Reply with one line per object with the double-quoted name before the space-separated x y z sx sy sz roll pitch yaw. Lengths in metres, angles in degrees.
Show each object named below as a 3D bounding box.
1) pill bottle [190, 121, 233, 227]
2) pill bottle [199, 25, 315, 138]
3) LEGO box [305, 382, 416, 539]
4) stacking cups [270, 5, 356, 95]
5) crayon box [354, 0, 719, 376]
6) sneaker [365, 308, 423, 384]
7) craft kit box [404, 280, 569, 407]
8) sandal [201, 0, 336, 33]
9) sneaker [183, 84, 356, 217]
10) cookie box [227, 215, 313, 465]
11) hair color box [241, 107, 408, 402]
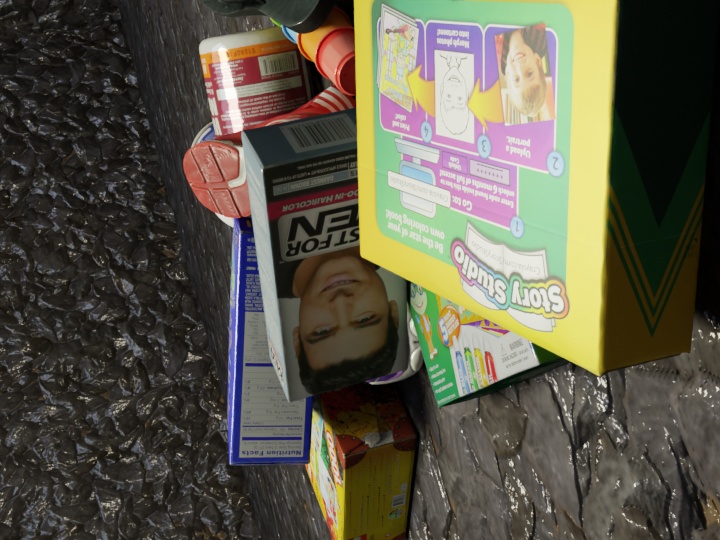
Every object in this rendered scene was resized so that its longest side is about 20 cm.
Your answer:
"pill bottle" -0.137 -0.114 1.148 0.200 0.115 0.116 -133 33 -63
"pill bottle" -0.095 -0.145 0.979 0.110 0.109 0.201 -149 48 -70
"LEGO box" -0.008 0.184 0.996 0.201 0.077 0.149 92 159 -44
"stacking cups" -0.034 -0.211 0.820 0.200 0.060 0.061 -125 26 -44
"crayon box" 0.068 -0.068 0.446 0.200 0.058 0.174 28 126 57
"sneaker" 0.000 0.000 0.800 0.081 0.083 0.201 -179 77 -75
"craft kit box" 0.067 -0.022 0.615 0.200 0.048 0.199 127 132 -71
"sandal" -0.091 -0.255 0.815 0.200 0.048 0.076 28 92 47
"sneaker" -0.070 -0.110 0.868 0.199 0.115 0.079 -3 115 48
"cookie box" -0.083 0.056 0.871 0.171 0.075 0.201 -135 48 -78
"hair color box" -0.021 -0.009 0.681 0.061 0.098 0.201 -122 23 -51
